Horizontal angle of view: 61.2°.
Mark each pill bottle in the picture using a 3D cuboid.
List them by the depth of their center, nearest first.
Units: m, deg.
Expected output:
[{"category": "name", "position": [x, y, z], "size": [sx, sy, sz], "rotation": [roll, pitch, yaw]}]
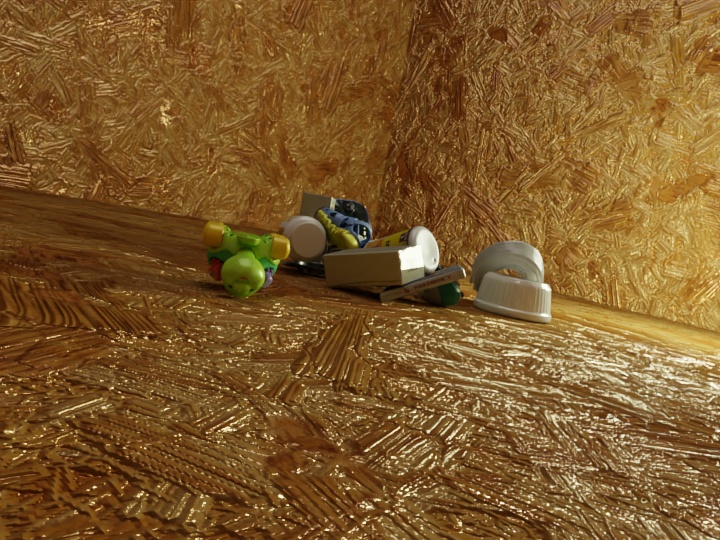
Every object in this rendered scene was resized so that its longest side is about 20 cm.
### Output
[{"category": "pill bottle", "position": [0.076, -0.026, 1.412], "size": [0.198, 0.111, 0.108], "rotation": [-17, -15, 38]}, {"category": "pill bottle", "position": [-0.145, -0.079, 1.517], "size": [0.109, 0.113, 0.200], "rotation": [10, 3, -15]}]

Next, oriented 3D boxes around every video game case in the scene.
[{"category": "video game case", "position": [0.136, 0.025, 1.329], "size": [0.179, 0.023, 0.200], "rotation": [-18, 1, 7]}]

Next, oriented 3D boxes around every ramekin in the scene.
[{"category": "ramekin", "position": [0.397, 0.065, 1.565], "size": [0.199, 0.096, 0.202], "rotation": [12, 4, -1]}]

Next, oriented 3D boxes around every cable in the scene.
[{"category": "cable", "position": [0.406, 0.011, 1.682], "size": [0.196, 0.202, 0.070], "rotation": [9, 41, 7]}]

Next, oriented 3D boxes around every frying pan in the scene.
[{"category": "frying pan", "position": [-0.117, -0.003, 1.500], "size": [0.113, 0.032, 0.190], "rotation": [11, 7, 7]}]

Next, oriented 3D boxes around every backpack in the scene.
[{"category": "backpack", "position": [-0.067, -0.107, 1.862], "size": [0.180, 0.204, 0.146], "rotation": [7, -14, -30]}]

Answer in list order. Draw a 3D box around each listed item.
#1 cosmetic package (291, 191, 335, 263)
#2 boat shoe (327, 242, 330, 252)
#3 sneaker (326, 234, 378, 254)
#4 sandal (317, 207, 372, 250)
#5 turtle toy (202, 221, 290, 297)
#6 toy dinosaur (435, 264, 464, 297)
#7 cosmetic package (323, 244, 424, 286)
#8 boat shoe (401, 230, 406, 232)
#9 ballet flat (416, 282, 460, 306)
[{"category": "cosmetic package", "position": [-0.129, -0.108, 1.687], "size": [0.086, 0.204, 0.103], "rotation": [10, 4, 3]}, {"category": "boat shoe", "position": [-0.056, -0.063, 1.656], "size": [0.066, 0.073, 0.201], "rotation": [2, -37, -4]}, {"category": "sneaker", "position": [0.012, -0.069, 1.542], "size": [0.197, 0.077, 0.116], "rotation": [-3, 39, 7]}, {"category": "sandal", "position": [-0.039, -0.103, 1.498], "size": [0.086, 0.080, 0.200], "rotation": [-27, 41, -19]}, {"category": "turtle toy", "position": [-0.193, -0.016, 0.997], "size": [0.143, 0.103, 0.200], "rotation": [11, 5, -13]}, {"category": "toy dinosaur", "position": [0.218, 0.040, 1.646], "size": [0.134, 0.103, 0.200], "rotation": [27, -13, 5]}, {"category": "cosmetic package", "position": [0.028, -0.010, 1.317], "size": [0.197, 0.075, 0.103], "rotation": [-3, 8, 37]}, {"category": "boat shoe", "position": [0.067, -0.050, 1.762], "size": [0.198, 0.068, 0.072], "rotation": [-28, 1, 19]}, {"category": "ballet flat", "position": [0.174, 0.051, 1.459], "size": [0.069, 0.069, 0.200], "rotation": [-15, 10, -11]}]
